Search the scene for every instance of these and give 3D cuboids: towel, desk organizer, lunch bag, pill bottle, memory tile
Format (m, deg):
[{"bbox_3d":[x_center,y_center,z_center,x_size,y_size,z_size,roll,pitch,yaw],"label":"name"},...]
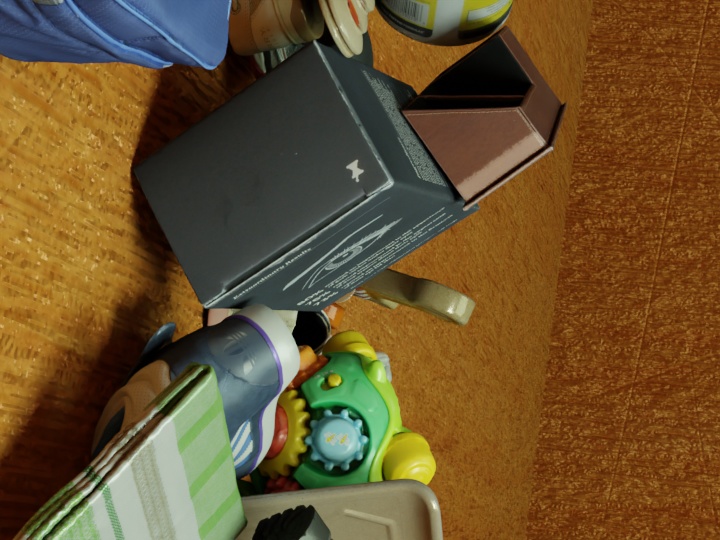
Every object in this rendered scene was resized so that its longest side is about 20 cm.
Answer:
[{"bbox_3d":[-0.140,0.160,0.872,0.200,0.030,0.150,-46,147,-35],"label":"towel"},{"bbox_3d":[0.090,-0.112,1.118,0.077,0.071,0.200,54,16,-6],"label":"desk organizer"},{"bbox_3d":[-0.121,-0.169,0.748,0.200,0.131,0.138,14,82,-75],"label":"lunch bag"},{"bbox_3d":[0.069,-0.268,1.153,0.201,0.111,0.113,98,8,-51],"label":"pill bottle"},{"bbox_3d":[-0.026,-0.229,1.034,0.200,0.017,0.154,-79,146,-66],"label":"memory tile"}]

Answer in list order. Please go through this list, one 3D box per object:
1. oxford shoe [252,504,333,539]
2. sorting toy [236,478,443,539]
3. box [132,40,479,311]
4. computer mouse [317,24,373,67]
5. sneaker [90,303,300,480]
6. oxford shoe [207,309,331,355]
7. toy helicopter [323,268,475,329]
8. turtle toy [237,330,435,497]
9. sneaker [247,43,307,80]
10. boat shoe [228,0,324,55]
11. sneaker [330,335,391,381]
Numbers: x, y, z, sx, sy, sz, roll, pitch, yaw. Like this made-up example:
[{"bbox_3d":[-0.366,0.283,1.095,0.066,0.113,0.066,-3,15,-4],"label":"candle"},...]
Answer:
[{"bbox_3d":[-0.075,0.213,1.006,0.085,0.199,0.073,50,49,-16],"label":"oxford shoe"},{"bbox_3d":[-0.039,0.208,1.106,0.037,0.197,0.186,-89,174,-47],"label":"sorting toy"},{"bbox_3d":[-0.029,-0.053,1.044,0.105,0.147,0.200,61,15,12],"label":"box"},{"bbox_3d":[-0.025,-0.141,1.302,0.201,0.052,0.139,-69,159,-45],"label":"computer mouse"},{"bbox_3d":[-0.124,0.108,1.017,0.146,0.081,0.200,-34,166,-32],"label":"sneaker"},{"bbox_3d":[-0.056,0.057,1.220,0.200,0.073,0.072,44,54,-72],"label":"oxford shoe"},{"bbox_3d":[0.000,0.000,1.198,0.132,0.199,0.080,35,77,-47],"label":"toy helicopter"},{"bbox_3d":[-0.043,0.139,1.148,0.100,0.146,0.201,15,119,-38],"label":"turtle toy"},{"bbox_3d":[-0.038,-0.214,1.179,0.081,0.074,0.202,73,27,-57],"label":"sneaker"},{"bbox_3d":[-0.070,-0.237,1.070,0.072,0.064,0.202,41,37,-62],"label":"boat shoe"},{"bbox_3d":[-0.030,0.127,1.348,0.201,0.080,0.076,-66,159,-47],"label":"sneaker"}]
